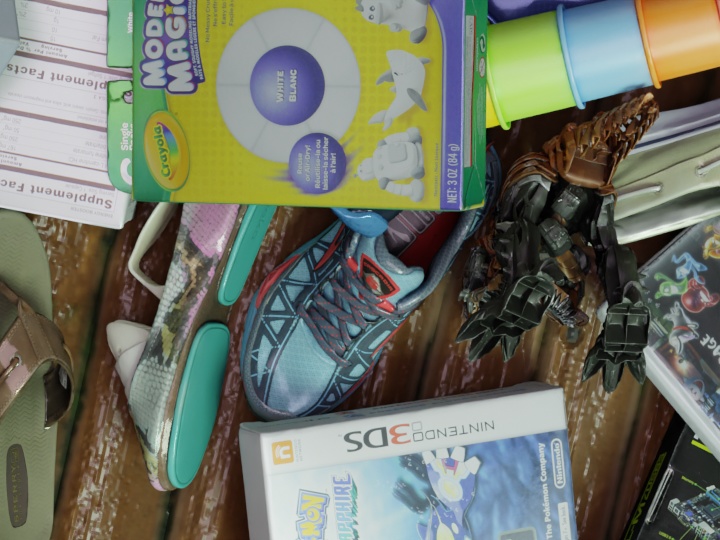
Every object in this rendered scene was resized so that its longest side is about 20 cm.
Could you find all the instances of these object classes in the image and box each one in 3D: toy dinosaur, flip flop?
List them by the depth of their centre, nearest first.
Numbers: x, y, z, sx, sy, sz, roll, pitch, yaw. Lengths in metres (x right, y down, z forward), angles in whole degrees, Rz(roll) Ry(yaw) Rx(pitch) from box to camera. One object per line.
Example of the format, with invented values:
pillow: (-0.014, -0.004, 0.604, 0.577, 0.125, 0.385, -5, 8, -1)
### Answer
toy dinosaur: (0.097, -0.019, 1.160, 0.101, 0.201, 0.137, 0, 51, -1)
flip flop: (-0.184, 0.064, 1.205, 0.057, 0.081, 0.202, 3, 98, 38)

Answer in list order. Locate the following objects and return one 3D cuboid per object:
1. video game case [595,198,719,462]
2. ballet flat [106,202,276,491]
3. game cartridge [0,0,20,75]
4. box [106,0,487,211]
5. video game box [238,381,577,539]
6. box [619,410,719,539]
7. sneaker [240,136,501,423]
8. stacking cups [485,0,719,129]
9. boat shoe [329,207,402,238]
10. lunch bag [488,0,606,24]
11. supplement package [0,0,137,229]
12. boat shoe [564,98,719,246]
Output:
video game case: (0.259, 0.040, 1.224, 0.182, 0.023, 0.200, -39, 86, -11)
ballet flat: (-0.099, 0.018, 1.224, 0.071, 0.069, 0.202, 16, 88, 16)
game cartridge: (-0.244, -0.115, 1.142, 0.041, 0.200, 0.134, 3, 64, -41)
box: (-0.039, -0.090, 1.091, 0.198, 0.048, 0.118, 2, 95, 20)
video game box: (0.033, 0.171, 1.215, 0.181, 0.047, 0.202, -8, 93, -18)
box: (0.229, 0.201, 1.224, 0.199, 0.048, 0.194, 26, 73, -3)
sneaker: (0.000, 0.000, 1.205, 0.079, 0.096, 0.201, 36, 92, -2)
stacking cups: (0.123, -0.113, 1.108, 0.198, 0.061, 0.061, -14, 93, 9)
boat shoe: (-0.021, -0.108, 1.189, 0.068, 0.084, 0.201, -37, 70, 9)
lunch bag: (0.079, -0.205, 1.178, 0.200, 0.132, 0.136, 40, 91, -4)
supplement package: (-0.158, -0.131, 1.184, 0.109, 0.114, 0.202, 11, 93, -3)
boat shoe: (0.207, -0.058, 1.199, 0.199, 0.072, 0.063, -14, 66, 22)
